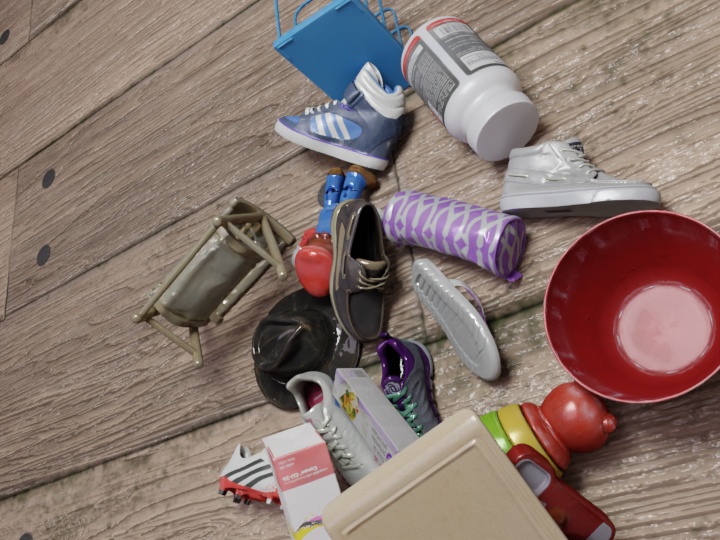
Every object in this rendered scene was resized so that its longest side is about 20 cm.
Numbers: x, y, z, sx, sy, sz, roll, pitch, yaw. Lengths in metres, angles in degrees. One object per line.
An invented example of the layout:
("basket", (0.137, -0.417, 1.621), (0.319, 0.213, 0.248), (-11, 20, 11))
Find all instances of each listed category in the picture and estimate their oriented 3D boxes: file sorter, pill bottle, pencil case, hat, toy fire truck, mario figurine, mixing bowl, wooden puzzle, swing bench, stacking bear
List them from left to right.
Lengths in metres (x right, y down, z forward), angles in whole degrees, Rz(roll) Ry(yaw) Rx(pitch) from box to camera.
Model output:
("swing bench", (-0.213, 0.006, 1.118), (0.199, 0.130, 0.200), (-47, 14, 12))
("hat", (-0.100, 0.101, 1.081), (0.200, 0.081, 0.201), (-15, 63, 31))
("mario figurine", (-0.033, -0.049, 1.112), (0.123, 0.106, 0.200), (139, 151, -66))
("file sorter", (-0.019, -0.356, 1.127), (0.139, 0.200, 0.123), (-25, 56, 26))
("pencil case", (0.119, -0.049, 0.982), (0.200, 0.084, 0.086), (20, 122, 42))
("wooden puzzle", (0.088, 0.259, 0.699), (0.185, 0.037, 0.200), (-37, 78, 9))
("pill bottle", (0.147, -0.246, 1.014), (0.116, 0.116, 0.200), (-42, 53, 16))
("toy fire truck", (0.151, 0.286, 0.748), (0.200, 0.168, 0.112), (-49, 13, 10))
("stacking bear", (0.182, 0.196, 0.820), (0.200, 0.114, 0.122), (-35, 36, 10))
("mixing bowl", (0.306, 0.048, 0.786), (0.200, 0.108, 0.201), (-13, 65, 31))

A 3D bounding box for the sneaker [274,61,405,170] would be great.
("sneaker", (-0.025, -0.247, 1.130), (0.200, 0.081, 0.147), (23, 105, 21))

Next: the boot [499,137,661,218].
("boot", (0.262, -0.117, 0.904), (0.200, 0.073, 0.096), (2, 80, 38))

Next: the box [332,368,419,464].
("box", (0.018, 0.177, 0.894), (0.200, 0.041, 0.039), (-139, 54, -60))

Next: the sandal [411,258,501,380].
("sandal", (0.130, 0.050, 0.949), (0.050, 0.083, 0.203), (-17, 49, -20))

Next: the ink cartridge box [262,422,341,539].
("ink cartridge box", (-0.055, 0.297, 0.896), (0.067, 0.116, 0.200), (-17, 93, -13))

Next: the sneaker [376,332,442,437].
("sneaker", (0.054, 0.177, 0.932), (0.074, 0.087, 0.200), (-26, 59, 26))

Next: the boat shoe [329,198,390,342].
("boat shoe", (0.000, 0.000, 1.014), (0.073, 0.074, 0.201), (172, 89, -66))

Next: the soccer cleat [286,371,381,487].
("soccer cleat", (-0.033, 0.216, 0.973), (0.070, 0.086, 0.200), (-45, 60, 13))

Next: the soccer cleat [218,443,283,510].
("soccer cleat", (-0.109, 0.285, 1.026), (0.200, 0.069, 0.085), (-1, 57, 34))
